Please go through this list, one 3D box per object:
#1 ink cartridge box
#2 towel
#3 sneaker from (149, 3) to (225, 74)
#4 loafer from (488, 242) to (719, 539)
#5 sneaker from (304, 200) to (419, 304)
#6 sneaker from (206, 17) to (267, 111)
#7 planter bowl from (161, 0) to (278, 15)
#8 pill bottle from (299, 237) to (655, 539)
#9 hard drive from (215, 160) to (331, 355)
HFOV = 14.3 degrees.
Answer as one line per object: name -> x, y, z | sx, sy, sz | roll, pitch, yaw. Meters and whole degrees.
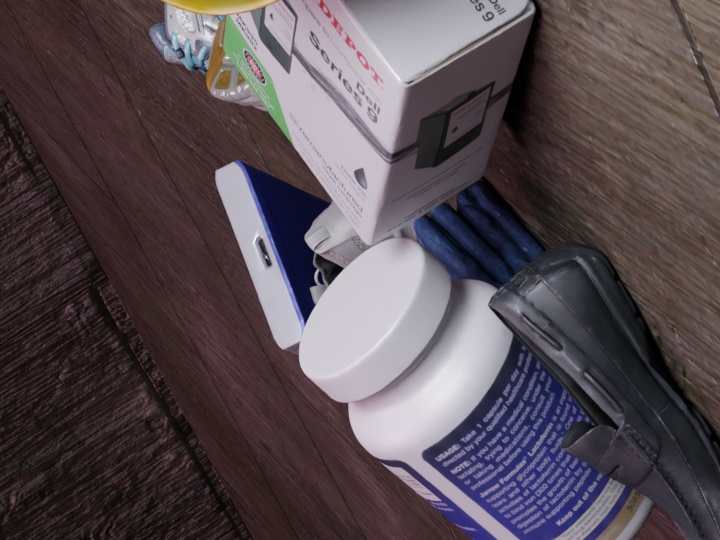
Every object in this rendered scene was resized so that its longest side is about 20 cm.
ink cartridge box -> 0.004, -0.124, 1.453 | 0.146, 0.084, 0.200 | 54, 163, 16
towel -> 0.094, 0.044, 1.696 | 0.112, 0.048, 0.200 | 49, 166, 40
sneaker -> -0.088, -0.150, 1.880 | 0.200, 0.086, 0.078 | 55, 171, 18
loafer -> 0.139, 0.082, 1.521 | 0.201, 0.070, 0.068 | 58, 171, -2
sneaker -> 0.000, 0.000, 1.922 | 0.075, 0.082, 0.200 | 52, 169, 30
sneaker -> -0.006, -0.121, 1.658 | 0.087, 0.076, 0.200 | 18, 176, -32
planter bowl -> -0.038, -0.218, 1.313 | 0.083, 0.201, 0.201 | -6, -127, -51
pill bottle -> 0.066, 0.077, 1.581 | 0.200, 0.116, 0.116 | 41, 179, -27
hard drive -> -0.032, 0.003, 1.978 | 0.132, 0.025, 0.200 | 69, -165, 16
